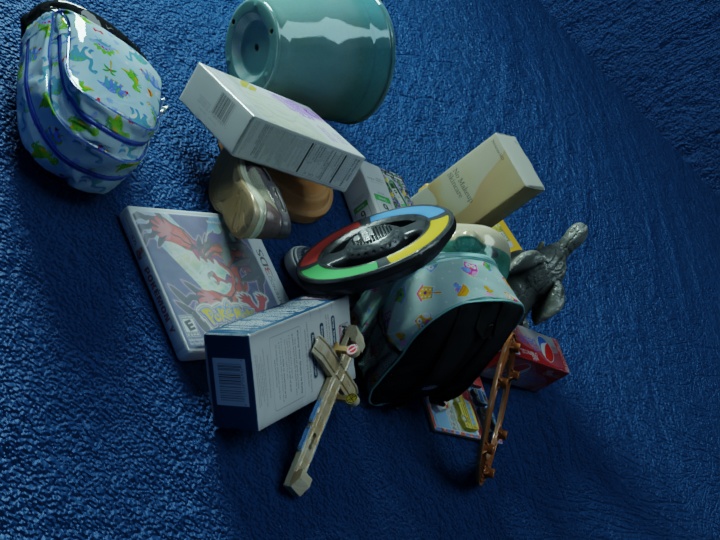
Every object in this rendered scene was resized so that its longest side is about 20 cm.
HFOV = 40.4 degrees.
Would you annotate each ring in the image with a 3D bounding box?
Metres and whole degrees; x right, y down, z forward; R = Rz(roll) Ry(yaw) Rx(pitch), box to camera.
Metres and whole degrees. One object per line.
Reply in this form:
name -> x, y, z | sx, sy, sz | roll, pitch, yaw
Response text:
ring -> 0.182, 0.180, 1.265 | 0.019, 0.201, 0.200 | 13, 26, 15

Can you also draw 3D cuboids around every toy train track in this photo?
toy train track -> -0.029, 0.147, 1.047 | 0.115, 0.032, 0.201 | 60, 43, -45

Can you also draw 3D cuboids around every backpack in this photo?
backpack -> 0.093, 0.060, 1.199 | 0.175, 0.200, 0.154 | 3, 53, -35
backpack -> -0.285, -0.177, 1.029 | 0.163, 0.153, 0.201 | 37, 45, -37

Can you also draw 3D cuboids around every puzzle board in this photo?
puzzle board -> 0.124, 0.143, 1.368 | 0.150, 0.017, 0.201 | 21, 42, -44

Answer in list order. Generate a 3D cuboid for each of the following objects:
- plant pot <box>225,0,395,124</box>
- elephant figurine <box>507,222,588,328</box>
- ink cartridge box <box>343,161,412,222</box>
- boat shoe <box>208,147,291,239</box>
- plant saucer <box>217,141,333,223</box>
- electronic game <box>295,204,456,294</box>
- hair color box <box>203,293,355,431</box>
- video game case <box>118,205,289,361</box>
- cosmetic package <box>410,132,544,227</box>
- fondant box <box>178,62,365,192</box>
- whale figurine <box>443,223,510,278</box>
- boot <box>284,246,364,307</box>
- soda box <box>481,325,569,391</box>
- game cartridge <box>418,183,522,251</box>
plant pot -> -0.083, -0.312, 1.406 | 0.187, 0.200, 0.201 | -6, 62, -40
elephant figurine -> 0.258, 0.015, 1.507 | 0.141, 0.200, 0.156 | 25, 40, -40
ink cartridge box -> 0.044, -0.061, 1.439 | 0.109, 0.050, 0.201 | 16, 45, -47
boat shoe -> -0.131, -0.089, 1.160 | 0.065, 0.072, 0.200 | 21, 18, -29
plant saucer -> -0.111, -0.156, 1.342 | 0.200, 0.032, 0.201 | 36, 33, -28
electronic game -> 0.018, -0.029, 1.158 | 0.200, 0.199, 0.042 | -60, 133, -59
hair color box -> -0.081, 0.093, 1.047 | 0.200, 0.060, 0.101 | -19, 107, -59
video game case -> -0.160, 0.013, 1.099 | 0.200, 0.023, 0.183 | 1, 57, -54
cosmetic package -> 0.175, -0.115, 1.530 | 0.071, 0.200, 0.106 | -1, 58, -55
fondant box -> -0.109, -0.178, 1.230 | 0.200, 0.058, 0.144 | 15, 24, -48
whale figurine -> 0.111, -0.009, 1.346 | 0.199, 0.159, 0.104 | 12, 70, -25
boot -> 0.000, 0.000, 1.269 | 0.200, 0.090, 0.073 | 24, 40, -40
soda box -> 0.237, 0.130, 1.471 | 0.200, 0.070, 0.064 | 21, 43, -51
game cartridge -> 0.194, -0.080, 1.691 | 0.177, 0.032, 0.200 | 58, 29, 10
